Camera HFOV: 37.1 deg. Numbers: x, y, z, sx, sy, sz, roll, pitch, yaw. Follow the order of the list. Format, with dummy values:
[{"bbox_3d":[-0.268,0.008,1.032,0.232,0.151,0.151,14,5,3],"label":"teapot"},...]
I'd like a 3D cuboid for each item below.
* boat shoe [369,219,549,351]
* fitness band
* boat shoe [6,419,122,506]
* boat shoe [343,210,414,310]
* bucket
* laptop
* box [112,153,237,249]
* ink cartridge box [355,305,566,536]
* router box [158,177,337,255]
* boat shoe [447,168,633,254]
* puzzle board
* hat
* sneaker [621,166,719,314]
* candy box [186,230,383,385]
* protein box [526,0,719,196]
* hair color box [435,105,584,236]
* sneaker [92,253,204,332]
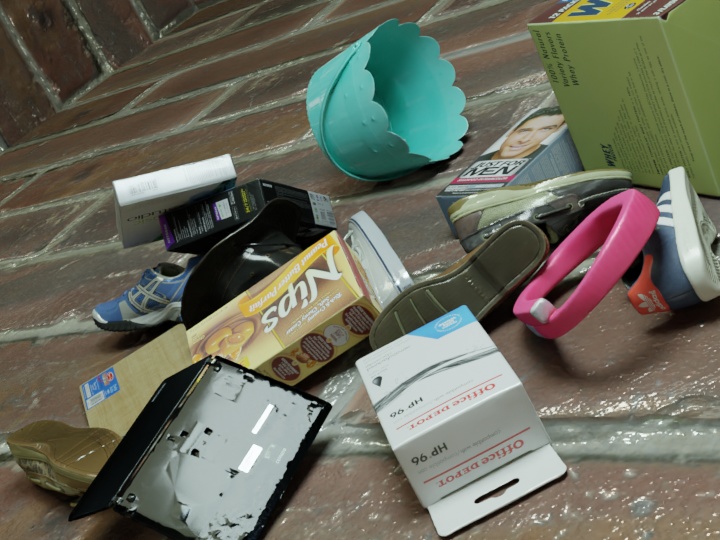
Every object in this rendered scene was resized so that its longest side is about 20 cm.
[{"bbox_3d":[0.102,0.027,1.053,0.200,0.072,0.068,-33,-9,9],"label":"boat shoe"},{"bbox_3d":[0.194,-0.006,0.939,0.144,0.037,0.200,-52,0,-3],"label":"fitness band"},{"bbox_3d":[-0.300,0.205,1.129,0.073,0.063,0.200,-26,21,-38],"label":"boat shoe"},{"bbox_3d":[0.002,0.004,1.200,0.086,0.075,0.202,-31,33,0],"label":"boat shoe"},{"bbox_3d":[0.033,-0.224,1.468,0.135,0.207,0.207,-20,23,41],"label":"bucket"},{"bbox_3d":[-0.151,0.179,0.994,0.200,0.103,0.177,21,55,15],"label":"laptop"},{"bbox_3d":[-0.235,-0.083,1.348,0.144,0.036,0.200,-15,-9,-14],"label":"box"},{"bbox_3d":[0.077,0.116,0.881,0.116,0.068,0.200,-28,24,0],"label":"ink cartridge box"},{"bbox_3d":[-0.140,-0.062,1.375,0.149,0.051,0.200,-18,-10,21],"label":"router box"},{"bbox_3d":[0.193,-0.059,1.123,0.201,0.066,0.072,-11,-9,-9],"label":"boat shoe"},{"bbox_3d":[-0.252,0.136,1.259,0.151,0.017,0.200,-33,23,-9],"label":"puzzle board"},{"bbox_3d":[-0.115,0.016,1.260,0.081,0.201,0.201,39,60,17],"label":"hat"},{"bbox_3d":[0.270,-0.027,0.966,0.084,0.075,0.200,-27,17,25],"label":"sneaker"},{"bbox_3d":[-0.080,0.059,1.113,0.200,0.055,0.115,-33,40,8],"label":"candy box"},{"bbox_3d":[0.315,-0.204,1.116,0.135,0.199,0.200,-36,24,-19],"label":"protein box"},{"bbox_3d":[0.191,-0.118,1.247,0.200,0.061,0.099,-42,27,-31],"label":"hair color box"},{"bbox_3d":[-0.264,0.031,1.390,0.200,0.077,0.076,-13,8,22],"label":"sneaker"}]
